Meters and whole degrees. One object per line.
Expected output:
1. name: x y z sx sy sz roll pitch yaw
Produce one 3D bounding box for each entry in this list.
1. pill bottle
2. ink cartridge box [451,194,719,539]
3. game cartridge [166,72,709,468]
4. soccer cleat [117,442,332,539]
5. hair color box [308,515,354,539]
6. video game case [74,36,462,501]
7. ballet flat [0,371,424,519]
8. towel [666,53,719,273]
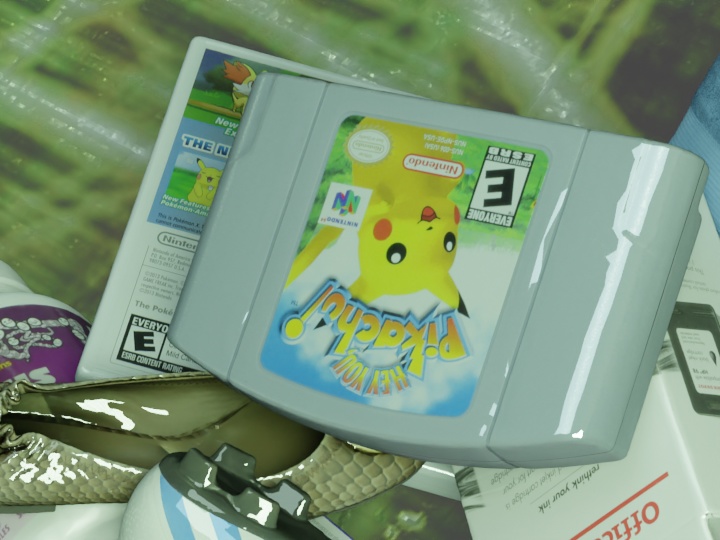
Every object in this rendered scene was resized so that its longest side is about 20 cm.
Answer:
1. pill bottle: -0.142 0.079 1.267 0.112 0.112 0.200 -37 46 -4
2. ink cartridge box: 0.098 0.070 1.128 0.116 0.067 0.200 -40 55 38
3. game cartridge: 0.023 0.003 1.114 0.200 0.040 0.134 12 81 33
4. soccer cleat: -0.010 0.144 1.101 0.200 0.070 0.086 33 103 22
5. hair color box: -0.061 0.190 1.167 0.200 0.065 0.109 -43 47 -12
6. video game case: 0.000 0.000 1.253 0.200 0.022 0.183 15 57 2
7. ballet flat: -0.069 0.062 1.163 0.200 0.046 0.067 -1 48 -6
8. towel: 0.158 -0.016 1.162 0.200 0.048 0.112 -59 43 27
